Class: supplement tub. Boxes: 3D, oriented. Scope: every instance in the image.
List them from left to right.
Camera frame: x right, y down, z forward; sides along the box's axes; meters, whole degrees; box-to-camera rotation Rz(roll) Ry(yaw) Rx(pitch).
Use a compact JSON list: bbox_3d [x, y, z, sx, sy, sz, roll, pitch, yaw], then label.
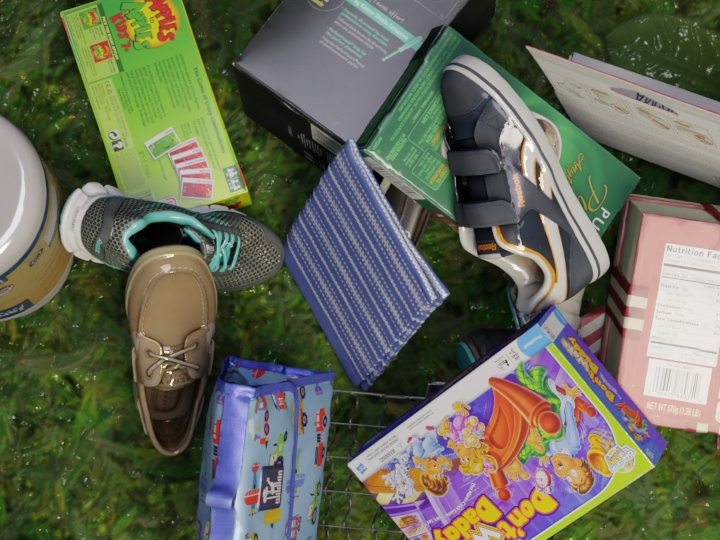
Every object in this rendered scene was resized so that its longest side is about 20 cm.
[{"bbox_3d":[-0.303,-0.039,1.520,0.144,0.200,0.145,0,78,2],"label":"supplement tub"}]

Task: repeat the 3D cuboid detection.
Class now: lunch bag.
[{"bbox_3d":[-0.086,0.150,1.413,0.094,0.200,0.151,7,93,8],"label":"lunch bag"}]

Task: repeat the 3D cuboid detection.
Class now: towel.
[{"bbox_3d":[0.000,0.000,1.509,0.024,0.200,0.145,-24,76,-26],"label":"towel"}]

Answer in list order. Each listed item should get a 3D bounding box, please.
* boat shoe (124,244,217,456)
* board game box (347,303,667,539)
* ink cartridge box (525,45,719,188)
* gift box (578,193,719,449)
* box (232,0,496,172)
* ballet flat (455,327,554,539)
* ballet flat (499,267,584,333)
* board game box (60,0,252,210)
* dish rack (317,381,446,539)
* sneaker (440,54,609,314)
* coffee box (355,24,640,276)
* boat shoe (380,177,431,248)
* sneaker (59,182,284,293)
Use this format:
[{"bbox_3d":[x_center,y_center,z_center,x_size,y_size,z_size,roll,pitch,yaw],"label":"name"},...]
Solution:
[{"bbox_3d":[-0.143,0.063,1.496,0.071,0.200,0.065,-7,47,-10],"label":"boat shoe"},{"bbox_3d":[0.107,0.136,1.433,0.200,0.045,0.135,-39,91,28],"label":"board game box"},{"bbox_3d":[0.242,-0.124,1.505,0.200,0.174,0.044,24,79,28],"label":"ink cartridge box"},{"bbox_3d":[0.267,0.046,1.498,0.184,0.187,0.200,13,98,2],"label":"gift box"},{"bbox_3d":[0.007,-0.189,1.567,0.124,0.149,0.200,36,81,7],"label":"box"},{"bbox_3d":[0.135,0.137,1.540,0.068,0.068,0.200,-12,78,-14],"label":"ballet flat"},{"bbox_3d":[0.143,-0.003,1.553,0.072,0.072,0.200,-19,71,-2],"label":"ballet flat"},{"bbox_3d":[-0.171,-0.136,1.614,0.101,0.048,0.200,-19,79,-3],"label":"board game box"},{"bbox_3d":[-0.019,0.160,1.532,0.200,0.055,0.154,4,91,7],"label":"dish rack"},{"bbox_3d":[0.105,-0.059,1.422,0.079,0.078,0.200,-37,103,-19],"label":"sneaker"},{"bbox_3d":[0.105,-0.081,1.486,0.200,0.044,0.123,35,80,-14],"label":"coffee box"},{"bbox_3d":[0.053,-0.077,1.585,0.061,0.072,0.201,29,88,9],"label":"boat shoe"},{"bbox_3d":[-0.135,-0.016,1.520,0.200,0.091,0.078,8,97,-38],"label":"sneaker"}]
